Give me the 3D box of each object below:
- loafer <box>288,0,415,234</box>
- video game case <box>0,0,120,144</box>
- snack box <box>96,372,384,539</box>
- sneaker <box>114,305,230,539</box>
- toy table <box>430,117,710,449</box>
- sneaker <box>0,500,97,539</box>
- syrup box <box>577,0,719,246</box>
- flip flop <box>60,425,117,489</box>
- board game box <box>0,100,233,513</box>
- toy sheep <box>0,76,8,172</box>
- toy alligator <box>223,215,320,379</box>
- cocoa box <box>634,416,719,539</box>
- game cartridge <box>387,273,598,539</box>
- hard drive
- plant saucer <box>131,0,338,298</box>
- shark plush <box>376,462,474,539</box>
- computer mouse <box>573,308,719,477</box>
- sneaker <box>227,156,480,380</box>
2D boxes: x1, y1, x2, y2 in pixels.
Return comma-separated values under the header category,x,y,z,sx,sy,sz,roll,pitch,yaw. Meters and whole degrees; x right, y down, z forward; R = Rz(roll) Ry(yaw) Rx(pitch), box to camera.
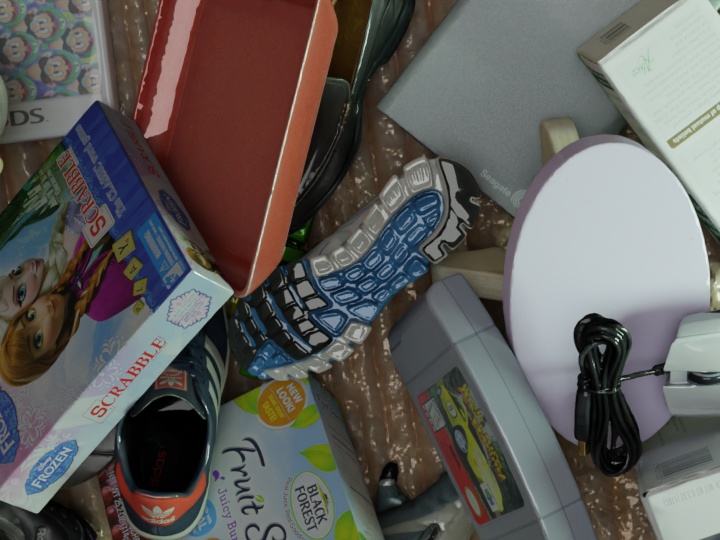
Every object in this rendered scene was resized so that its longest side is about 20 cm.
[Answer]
category,x,y,z,sx,sy,sz,roll,pitch,yaw
loafer,-0.031,-0.121,1.116,0.073,0.072,0.201,20,86,17
video game case,-0.267,-0.187,1.182,0.181,0.024,0.201,-6,95,7
snack box,-0.071,0.189,1.125,0.168,0.068,0.200,-26,57,9
sneaker,-0.122,0.070,1.104,0.075,0.085,0.201,-1,69,-4
toy table,0.145,0.001,1.085,0.183,0.117,0.201,3,108,-10
sneaker,-0.235,0.177,1.202,0.087,0.076,0.201,-17,97,-6
syrup box,0.232,-0.082,1.084,0.081,0.079,0.200,-36,103,7
flip flop,-0.176,0.065,1.181,0.081,0.058,0.200,30,81,-3
board game box,-0.192,0.019,1.115,0.200,0.200,0.041,-48,134,13
toy sheep,-0.298,-0.108,1.116,0.200,0.138,0.138,33,99,27
toy alligator,-0.051,-0.018,1.157,0.059,0.054,0.201,19,98,4
cocoa box,0.254,0.155,1.064,0.133,0.200,0.132,-21,94,8
game cartridge,0.083,0.106,1.080,0.041,0.133,0.200,-23,80,-21
hard drive,0.125,-0.144,1.134,0.139,0.033,0.200,38,99,2
plant saucer,-0.087,-0.099,1.110,0.037,0.200,0.200,9,99,-35
shark plush,0.030,0.167,1.164,0.200,0.091,0.083,-48,59,13
computer mouse,0.220,0.057,1.032,0.199,0.044,0.110,-15,117,-21
sneaker,0.000,0.000,1.122,0.200,0.087,0.075,-37,93,9
